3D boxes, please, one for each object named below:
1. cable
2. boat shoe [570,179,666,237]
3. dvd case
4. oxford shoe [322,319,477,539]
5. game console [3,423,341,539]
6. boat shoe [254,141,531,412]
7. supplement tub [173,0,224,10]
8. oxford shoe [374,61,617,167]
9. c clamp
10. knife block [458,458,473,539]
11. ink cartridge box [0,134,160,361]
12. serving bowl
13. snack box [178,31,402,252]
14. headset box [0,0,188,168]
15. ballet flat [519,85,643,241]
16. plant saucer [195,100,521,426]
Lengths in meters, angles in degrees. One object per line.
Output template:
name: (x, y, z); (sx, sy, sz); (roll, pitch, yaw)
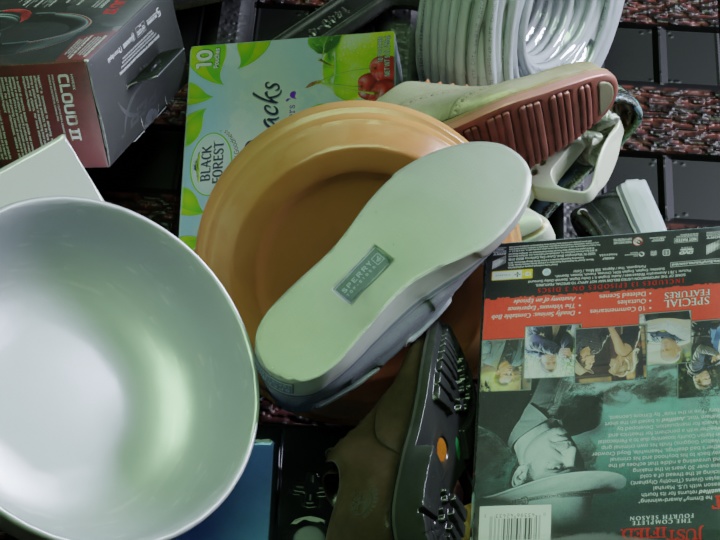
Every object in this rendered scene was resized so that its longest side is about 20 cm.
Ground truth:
cable: (0.113, -0.184, 1.363); (0.069, 0.200, 0.200); (20, 53, 29)
boat shoe: (0.176, 0.029, 1.282); (0.066, 0.070, 0.201); (-19, 55, 7)
dvd case: (0.135, 0.068, 1.131); (0.145, 0.022, 0.201); (-5, 56, 15)
oxford shoe: (0.018, 0.095, 1.141); (0.084, 0.073, 0.200); (-14, 27, 21)
game console: (-0.108, 0.134, 1.154); (0.199, 0.119, 0.173); (2, 54, 0)
boat shoe: (0.017, 0.005, 1.172); (0.201, 0.072, 0.070); (-41, 71, -18)
supplement tub: (-0.149, -0.254, 1.447); (0.199, 0.145, 0.145); (-13, 53, -11)
oxford shoe: (0.060, -0.098, 1.275); (0.199, 0.071, 0.074); (-18, 54, -6)
c clamp: (0.015, -0.127, 1.427); (0.171, 0.027, 0.200); (34, 60, 24)
knife block: (0.092, 0.164, 1.141); (0.199, 0.064, 0.176); (11, 50, 29)
ink cartridge box: (-0.219, 0.019, 1.211); (0.200, 0.128, 0.126); (-32, 94, -24)
serving bowl: (-0.157, 0.063, 1.112); (0.199, 0.066, 0.201); (14, 61, -27)
snack box: (-0.044, -0.059, 1.334); (0.142, 0.053, 0.201); (-5, 56, 7)
headset box: (-0.213, -0.125, 1.327); (0.199, 0.075, 0.149); (-1, 26, 18)
ballet flat: (0.111, -0.049, 1.312); (0.074, 0.074, 0.200); (32, 75, 22)
plant saucer: (0.000, 0.000, 1.227); (0.199, 0.201, 0.037); (-2, 13, -2)
